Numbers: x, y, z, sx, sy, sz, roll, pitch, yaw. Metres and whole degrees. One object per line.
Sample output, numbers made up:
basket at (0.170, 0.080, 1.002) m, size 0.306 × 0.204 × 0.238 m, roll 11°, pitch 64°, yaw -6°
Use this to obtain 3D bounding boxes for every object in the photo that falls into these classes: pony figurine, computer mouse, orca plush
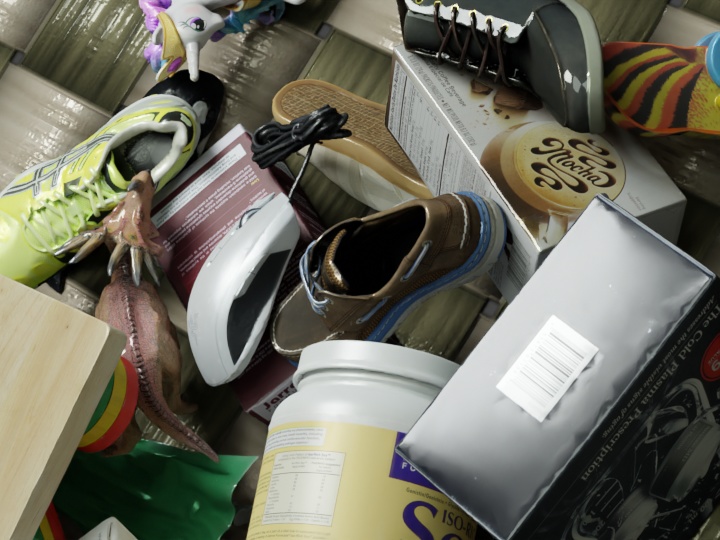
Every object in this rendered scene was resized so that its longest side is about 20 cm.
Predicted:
pony figurine at (-0.115, -0.246, 1.849) m, size 0.200 × 0.167 × 0.193 m, roll -38°, pitch 62°, yaw -9°
computer mouse at (-0.074, -0.020, 1.678) m, size 0.110 × 0.044 × 0.200 m, roll 1°, pitch 68°, yaw 62°
orca plush at (-0.190, -0.081, 1.848) m, size 0.200 × 0.071 × 0.105 m, roll -35°, pitch 56°, yaw 12°

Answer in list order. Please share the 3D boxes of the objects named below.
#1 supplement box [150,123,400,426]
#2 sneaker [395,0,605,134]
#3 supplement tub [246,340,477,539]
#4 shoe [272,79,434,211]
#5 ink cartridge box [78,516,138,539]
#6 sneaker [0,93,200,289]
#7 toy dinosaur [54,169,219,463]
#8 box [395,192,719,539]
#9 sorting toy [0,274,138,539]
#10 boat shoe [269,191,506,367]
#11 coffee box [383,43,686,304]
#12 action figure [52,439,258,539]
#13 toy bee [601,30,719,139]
supplement box at (-0.068, 0.005, 1.748) m, size 0.109 × 0.061 × 0.200 m, roll -39°, pitch 54°, yaw 10°
sneaker at (0.088, -0.140, 1.597) m, size 0.106 × 0.075 × 0.200 m, roll -10°, pitch 34°, yaw -9°
supplement tub at (0.003, 0.159, 1.587) m, size 0.145 × 0.145 × 0.200 m, roll 1°, pitch 69°, yaw 30°
shoe at (0.024, -0.076, 1.745) m, size 0.200 × 0.053 × 0.070 m, roll 27°, pitch 51°, yaw 31°
ink cartridge box at (-0.193, 0.281, 1.633) m, size 0.200 × 0.146 × 0.085 m, roll -36°, pitch 27°, yaw 12°
sneaker at (-0.199, -0.057, 1.771) m, size 0.200 × 0.076 × 0.075 m, roll -43°, pitch 97°, yaw -4°
toy dinosaur at (-0.155, 0.040, 1.696) m, size 0.086 × 0.136 × 0.200 m, roll -12°, pitch 54°, yaw -19°
box at (0.153, 0.087, 1.513) m, size 0.104 × 0.182 × 0.200 m, roll 38°, pitch 90°, yaw 35°
sorting toy at (-0.241, 0.112, 1.651) m, size 0.199 × 0.070 × 0.200 m, roll 21°, pitch 84°, yaw 47°
boat shoe at (0.000, 0.000, 1.604) m, size 0.200 × 0.072 × 0.072 m, roll -36°, pitch 55°, yaw 36°
coffee box at (0.111, -0.072, 1.643) m, size 0.113 × 0.080 × 0.200 m, roll -18°, pitch 53°, yaw -20°
action figure at (-0.163, 0.156, 1.738) m, size 0.200 × 0.055 × 0.118 m, roll 20°, pitch 81°, yaw 34°
toy bee at (0.250, -0.106, 1.593) m, size 0.200 × 0.131 × 0.109 m, roll -9°, pitch 89°, yaw 14°
